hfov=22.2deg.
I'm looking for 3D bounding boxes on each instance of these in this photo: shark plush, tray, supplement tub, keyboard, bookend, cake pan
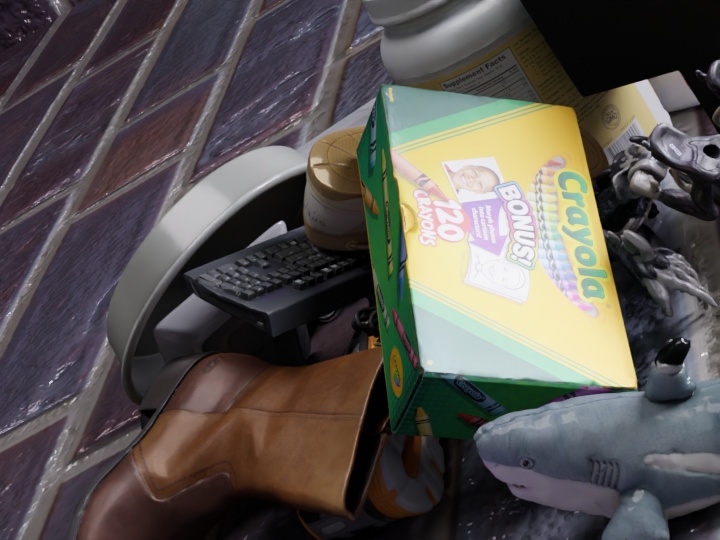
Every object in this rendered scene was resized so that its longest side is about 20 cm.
[{"bbox_3d":[0.154,0.070,0.850,0.199,0.084,0.091,-23,23,31],"label":"shark plush"},{"bbox_3d":[-0.074,0.050,1.196,0.107,0.022,0.200,-42,-21,-15],"label":"tray"},{"bbox_3d":[0.102,-0.131,1.211,0.145,0.201,0.146,-30,20,12],"label":"supplement tub"},{"bbox_3d":[0.000,0.000,1.088,0.126,0.021,0.199,26,30,29],"label":"keyboard"},{"bbox_3d":[0.209,-0.143,1.080,0.198,0.201,0.092,-12,29,53],"label":"bookend"},{"bbox_3d":[-0.086,0.001,1.171,0.200,0.037,0.201,-41,-22,-20],"label":"cake pan"}]

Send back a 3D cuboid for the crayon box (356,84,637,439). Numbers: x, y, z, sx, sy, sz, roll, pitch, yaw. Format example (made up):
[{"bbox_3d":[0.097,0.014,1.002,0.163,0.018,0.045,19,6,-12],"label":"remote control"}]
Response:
[{"bbox_3d":[0.069,-0.004,0.989,0.058,0.117,0.201,113,157,-47],"label":"crayon box"}]

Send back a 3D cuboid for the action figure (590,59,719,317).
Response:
[{"bbox_3d":[0.178,-0.034,1.031,0.119,0.102,0.200,-54,0,-24],"label":"action figure"}]

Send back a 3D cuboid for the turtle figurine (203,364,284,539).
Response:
[{"bbox_3d":[-0.100,0.126,1.157,0.161,0.065,0.200,-35,20,1],"label":"turtle figurine"}]

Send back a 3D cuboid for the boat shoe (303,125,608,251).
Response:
[{"bbox_3d":[0.054,-0.051,1.111,0.198,0.070,0.074,-5,49,-23],"label":"boat shoe"}]

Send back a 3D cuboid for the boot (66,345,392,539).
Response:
[{"bbox_3d":[-0.064,0.128,1.014,0.199,0.069,0.189,-3,49,47],"label":"boot"}]

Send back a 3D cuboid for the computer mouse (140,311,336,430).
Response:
[{"bbox_3d":[-0.097,0.050,1.339,0.138,0.053,0.200,-6,35,53],"label":"computer mouse"}]

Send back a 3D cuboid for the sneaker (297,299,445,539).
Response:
[{"bbox_3d":[0.007,0.081,1.078,0.077,0.078,0.201,-34,18,25],"label":"sneaker"}]

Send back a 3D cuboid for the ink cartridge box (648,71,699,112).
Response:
[{"bbox_3d":[0.166,-0.182,1.302,0.199,0.145,0.084,-12,30,47],"label":"ink cartridge box"}]

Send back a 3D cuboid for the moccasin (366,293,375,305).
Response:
[{"bbox_3d":[0.025,-0.001,1.252,0.068,0.081,0.200,-35,5,13],"label":"moccasin"}]

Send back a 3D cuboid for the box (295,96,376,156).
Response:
[{"bbox_3d":[-0.007,-0.073,1.409,0.199,0.061,0.116,-36,17,-33],"label":"box"}]
